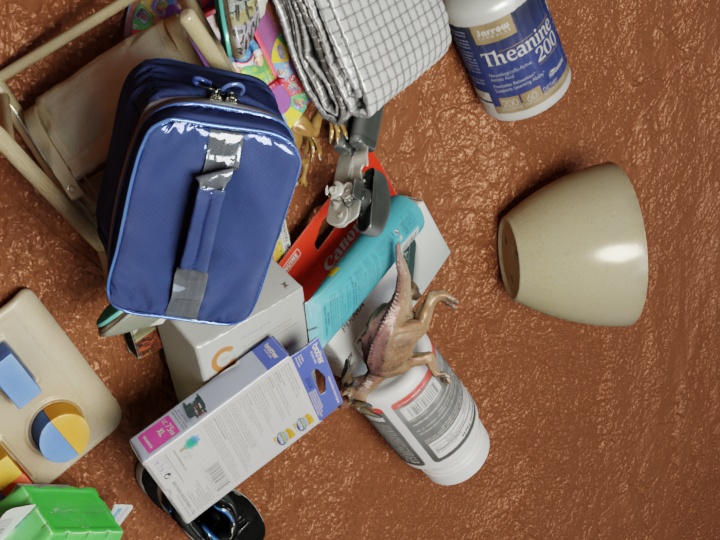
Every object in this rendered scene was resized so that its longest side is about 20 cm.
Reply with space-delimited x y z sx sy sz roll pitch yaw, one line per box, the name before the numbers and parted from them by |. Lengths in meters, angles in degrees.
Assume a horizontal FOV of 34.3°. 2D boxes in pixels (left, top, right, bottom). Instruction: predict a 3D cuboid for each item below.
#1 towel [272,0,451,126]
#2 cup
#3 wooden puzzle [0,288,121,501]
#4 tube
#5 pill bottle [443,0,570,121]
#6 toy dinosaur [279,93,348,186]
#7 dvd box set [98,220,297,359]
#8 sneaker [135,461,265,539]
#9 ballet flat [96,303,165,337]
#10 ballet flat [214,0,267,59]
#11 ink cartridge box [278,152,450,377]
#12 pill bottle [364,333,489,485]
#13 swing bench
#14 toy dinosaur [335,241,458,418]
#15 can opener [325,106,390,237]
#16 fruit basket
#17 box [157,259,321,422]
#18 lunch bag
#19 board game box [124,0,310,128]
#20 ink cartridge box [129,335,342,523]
towel | -0.009 -0.266 1.129 0.165 0.085 0.202 -41 116 -39
cup | 0.248 -0.023 1.427 0.140 0.201 0.204 -7 115 -6
wooden puzzle | -0.337 0.147 1.100 0.200 0.046 0.187 -43 128 -18
tube | 0.000 0.000 1.207 0.201 0.050 0.078 -51 144 -38
pill bottle | 0.153 -0.275 1.283 0.111 0.110 0.201 -43 128 -17
toy dinosaur | -0.067 -0.152 1.166 0.105 0.060 0.204 8 86 -49
dvd box set | -0.163 -0.017 1.185 0.198 0.029 0.149 -27 122 -28
sneaker | -0.152 0.273 1.253 0.073 0.111 0.200 -52 130 -8
ballet flat | -0.166 0.005 1.088 0.064 0.067 0.201 51 50 -21
ballet flat | -0.109 -0.269 1.021 0.071 0.202 0.073 -14 146 -10
ink cartridge box | 0.005 -0.006 1.291 0.201 0.043 0.174 -54 137 -20
pill bottle | 0.071 0.163 1.387 0.116 0.115 0.201 -47 130 -13
swing bench | -0.190 -0.121 1.020 0.197 0.130 0.201 -30 128 2
toy dinosaur | 0.026 0.079 1.220 0.134 0.086 0.203 -24 136 -33
can opener | 0.003 -0.134 1.216 0.066 0.052 0.204 19 72 -38
fruit basket | -0.333 0.292 1.117 0.200 0.094 0.185 -45 153 14
box | -0.123 0.092 1.185 0.123 0.097 0.202 -29 138 -24
lunch bag | -0.127 -0.062 0.917 0.134 0.133 0.202 5 123 -22
board game box | -0.121 -0.209 1.094 0.197 0.039 0.161 17 86 -25
ink cartridge box | -0.114 0.145 1.126 0.199 0.042 0.120 -34 140 -12
